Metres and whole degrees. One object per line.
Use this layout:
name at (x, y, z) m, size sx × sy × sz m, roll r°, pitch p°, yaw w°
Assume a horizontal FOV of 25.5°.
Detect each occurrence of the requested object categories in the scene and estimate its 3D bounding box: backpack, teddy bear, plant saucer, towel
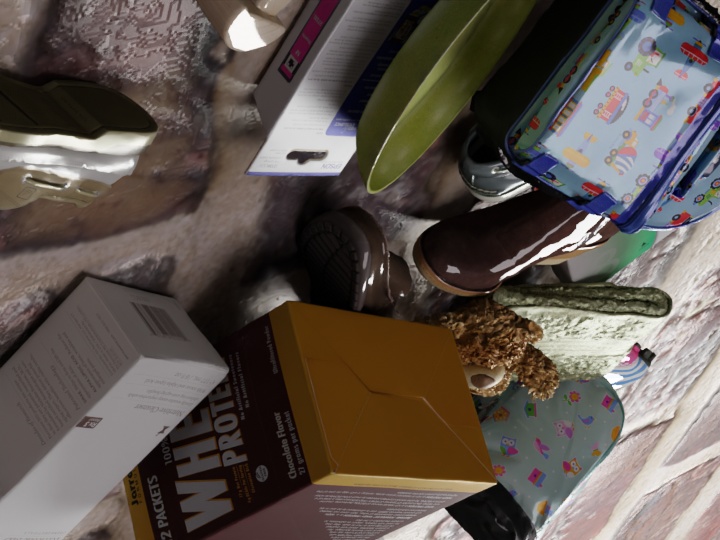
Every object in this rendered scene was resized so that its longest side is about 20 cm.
backpack at (0.208, -0.109, 1.137) m, size 0.200 × 0.135 × 0.183 m, roll 34°, pitch 103°, yaw -24°
teddy bear at (0.093, 0.077, 1.361) m, size 0.067 × 0.145 × 0.200 m, roll -64°, pitch -162°, yaw -14°
plant saucer at (0.056, -0.139, 1.054) m, size 0.200 × 0.031 × 0.200 m, roll -50°, pitch 172°, yaw -10°
towel at (0.179, 0.061, 1.485) m, size 0.200 × 0.037 × 0.148 m, roll 1°, pitch 147°, yaw -25°
backpack at (0.171, 0.178, 1.592) m, size 0.200 × 0.167 × 0.127 m, roll -43°, pitch -177°, yaw -22°

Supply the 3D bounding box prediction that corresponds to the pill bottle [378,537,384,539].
pill bottle at (-0.087, 0.271, 1.477) m, size 0.200 × 0.114 × 0.114 m, roll -27°, pitch 151°, yaw -19°

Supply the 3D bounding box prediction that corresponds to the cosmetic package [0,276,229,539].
cosmetic package at (-0.206, 0.105, 1.121) m, size 0.200 × 0.081 × 0.113 m, roll -47°, pitch 153°, yaw 15°

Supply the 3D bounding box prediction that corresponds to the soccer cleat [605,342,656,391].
soccer cleat at (0.248, 0.092, 1.649) m, size 0.086 × 0.070 × 0.200 m, roll -45°, pitch 152°, yaw 8°

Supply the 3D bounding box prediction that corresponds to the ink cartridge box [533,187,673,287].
ink cartridge box at (0.236, -0.072, 1.414) m, size 0.161 × 0.050 × 0.200 m, roll -35°, pitch 155°, yaw -5°

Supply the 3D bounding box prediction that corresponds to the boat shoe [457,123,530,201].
boat shoe at (0.161, -0.126, 1.216) m, size 0.200 × 0.073 × 0.062 m, roll -34°, pitch 157°, yaw 3°

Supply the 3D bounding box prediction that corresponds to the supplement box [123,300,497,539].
supplement box at (-0.045, 0.134, 1.217) m, size 0.200 × 0.133 × 0.197 m, roll -31°, pitch 154°, yaw 33°

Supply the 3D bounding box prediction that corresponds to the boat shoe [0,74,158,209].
boat shoe at (-0.197, -0.067, 0.876) m, size 0.200 × 0.075 × 0.068 m, roll 4°, pitch 126°, yaw -53°

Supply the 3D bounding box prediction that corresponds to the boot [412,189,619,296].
boot at (0.151, -0.053, 1.274) m, size 0.200 × 0.072 × 0.166 m, roll -9°, pitch 155°, yaw -42°

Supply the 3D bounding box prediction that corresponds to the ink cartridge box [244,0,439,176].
ink cartridge box at (-0.003, -0.145, 1.032) m, size 0.095 × 0.037 × 0.200 m, roll -4°, pitch 135°, yaw -49°

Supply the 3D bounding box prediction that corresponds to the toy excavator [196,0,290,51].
toy excavator at (-0.009, -0.216, 0.868) m, size 0.194 × 0.100 × 0.200 m, roll -33°, pitch 161°, yaw -7°

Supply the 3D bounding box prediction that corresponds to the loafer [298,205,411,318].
loafer at (0.000, 0.000, 1.228) m, size 0.071 × 0.073 × 0.200 m, roll -34°, pitch 162°, yaw -16°
